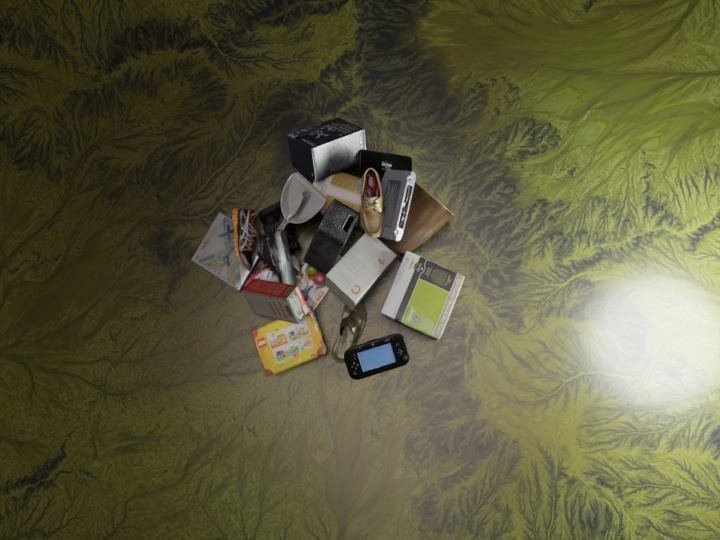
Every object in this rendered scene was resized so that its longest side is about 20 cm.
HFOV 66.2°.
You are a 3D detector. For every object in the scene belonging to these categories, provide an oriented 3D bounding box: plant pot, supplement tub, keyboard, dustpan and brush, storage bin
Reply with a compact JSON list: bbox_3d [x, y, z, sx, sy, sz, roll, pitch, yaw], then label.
[{"bbox_3d":[0.154,-0.151,1.698,0.186,0.187,0.201,41,101,9],"label":"plant pot"},{"bbox_3d":[-0.048,-0.227,1.730,0.196,0.145,0.148,19,83,7],"label":"supplement tub"},{"bbox_3d":[0.075,-0.317,1.753,0.195,0.039,0.107,2,88,-27],"label":"keyboard"},{"bbox_3d":[-0.207,-0.179,1.696,0.139,0.057,0.202,40,118,11],"label":"dustpan and brush"},{"bbox_3d":[-0.089,-0.099,1.667,0.092,0.201,0.137,28,53,-4],"label":"storage bin"}]

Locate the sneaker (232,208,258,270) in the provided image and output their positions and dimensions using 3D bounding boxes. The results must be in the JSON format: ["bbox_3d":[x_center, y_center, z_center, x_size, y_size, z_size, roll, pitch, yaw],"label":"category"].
[{"bbox_3d":[-0.361,-0.103,1.755,0.075,0.078,0.206,-6,82,-5],"label":"sneaker"}]

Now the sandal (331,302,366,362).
[{"bbox_3d":[-0.034,0.187,1.712,0.078,0.057,0.206,15,83,7],"label":"sandal"}]

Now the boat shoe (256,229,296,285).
[{"bbox_3d":[-0.258,-0.016,1.693,0.089,0.071,0.206,-12,88,16],"label":"boat shoe"}]

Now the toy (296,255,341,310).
[{"bbox_3d":[-0.142,0.019,1.751,0.114,0.047,0.202,36,87,7],"label":"toy"}]

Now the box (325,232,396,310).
[{"bbox_3d":[0.000,0.000,1.695,0.124,0.098,0.200,41,73,9],"label":"box"}]

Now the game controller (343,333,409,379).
[{"bbox_3d":[0.049,0.263,1.690,0.195,0.042,0.106,-18,111,2],"label":"game controller"}]

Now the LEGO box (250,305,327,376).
[{"bbox_3d":[-0.219,0.217,1.705,0.196,0.077,0.152,-21,88,2],"label":"LEGO box"}]

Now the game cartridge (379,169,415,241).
[{"bbox_3d":[0.092,-0.195,1.639,0.132,0.040,0.205,17,95,50],"label":"game cartridge"}]

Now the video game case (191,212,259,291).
[{"bbox_3d":[-0.426,-0.063,1.802,0.197,0.022,0.185,30,85,8],"label":"video game case"}]

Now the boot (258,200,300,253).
[{"bbox_3d":[-0.218,-0.146,1.765,0.208,0.079,0.161,-26,73,12],"label":"boot"}]

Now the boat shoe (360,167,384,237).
[{"bbox_3d":[0.030,-0.200,1.611,0.072,0.066,0.206,-7,81,4],"label":"boat shoe"}]

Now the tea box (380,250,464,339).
[{"bbox_3d":[0.187,0.079,1.669,0.193,0.134,0.204,24,85,9],"label":"tea box"}]

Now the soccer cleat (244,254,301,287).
[{"bbox_3d":[-0.276,0.026,1.744,0.198,0.070,0.087,-33,57,-2],"label":"soccer cleat"}]

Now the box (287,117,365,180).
[{"bbox_3d":[-0.103,-0.379,1.710,0.197,0.109,0.148,-28,41,-27],"label":"box"}]

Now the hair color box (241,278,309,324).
[{"bbox_3d":[-0.257,0.091,1.662,0.196,0.103,0.061,8,43,37],"label":"hair color box"}]
